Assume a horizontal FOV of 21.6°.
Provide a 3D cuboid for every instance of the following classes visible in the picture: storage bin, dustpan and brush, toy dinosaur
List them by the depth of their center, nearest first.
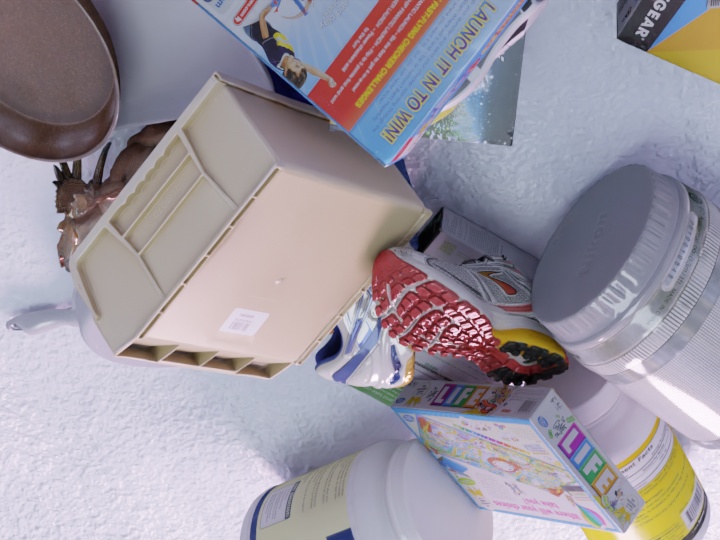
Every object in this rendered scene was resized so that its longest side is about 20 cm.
[{"bbox_3d":[-0.081,-0.022,1.400,0.199,0.094,0.199,-49,149,19],"label":"storage bin"},{"bbox_3d":[-0.170,-0.079,1.491,0.199,0.136,0.086,-36,118,-5],"label":"toy dinosaur"},{"bbox_3d":[-0.221,0.041,1.635,0.198,0.058,0.140,-16,139,15],"label":"dustpan and brush"}]

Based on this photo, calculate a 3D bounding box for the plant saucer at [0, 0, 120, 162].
[{"bbox_3d":[-0.260,-0.173,1.426,0.198,0.035,0.202,18,136,18],"label":"plant saucer"}]

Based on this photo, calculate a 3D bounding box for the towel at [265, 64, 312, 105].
[{"bbox_3d":[-0.030,-0.177,1.411,0.198,0.050,0.149,13,130,-2],"label":"towel"}]

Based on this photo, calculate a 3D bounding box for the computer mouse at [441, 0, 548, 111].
[{"bbox_3d":[0.091,-0.195,1.295,0.110,0.044,0.200,43,107,-2],"label":"computer mouse"}]

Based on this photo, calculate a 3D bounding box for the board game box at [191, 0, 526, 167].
[{"bbox_3d":[0.009,-0.210,1.259,0.195,0.056,0.200,41,107,4],"label":"board game box"}]

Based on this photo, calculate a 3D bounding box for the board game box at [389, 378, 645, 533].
[{"bbox_3d":[0.126,0.150,1.553,0.135,0.034,0.199,50,156,-22],"label":"board game box"}]

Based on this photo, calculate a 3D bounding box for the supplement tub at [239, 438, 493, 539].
[{"bbox_3d":[0.005,0.236,1.686,0.199,0.146,0.145,-27,122,35],"label":"supplement tub"}]

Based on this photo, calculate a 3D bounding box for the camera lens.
[{"bbox_3d":[0.253,0.031,1.470,0.199,0.161,0.160,34,128,-20],"label":"camera lens"}]

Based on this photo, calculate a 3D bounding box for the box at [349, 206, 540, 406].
[{"bbox_3d":[0.076,0.050,1.600,0.143,0.037,0.200,28,128,-15],"label":"box"}]

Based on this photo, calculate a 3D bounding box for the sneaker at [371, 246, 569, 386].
[{"bbox_3d":[0.081,0.024,1.477,0.077,0.083,0.199,-27,142,35],"label":"sneaker"}]

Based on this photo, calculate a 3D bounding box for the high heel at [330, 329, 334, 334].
[{"bbox_3d":[-0.103,0.003,1.564,0.198,0.072,0.144,-3,128,4],"label":"high heel"}]

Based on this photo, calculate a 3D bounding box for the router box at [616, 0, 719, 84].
[{"bbox_3d":[0.289,-0.221,1.318,0.148,0.051,0.201,21,130,-11],"label":"router box"}]

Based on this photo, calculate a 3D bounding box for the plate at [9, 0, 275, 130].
[{"bbox_3d":[-0.172,-0.201,1.392,0.198,0.032,0.201,-5,124,36],"label":"plate"}]

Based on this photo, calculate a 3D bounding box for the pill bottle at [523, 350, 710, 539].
[{"bbox_3d":[0.216,0.158,1.618,0.111,0.113,0.201,-17,125,22],"label":"pill bottle"}]

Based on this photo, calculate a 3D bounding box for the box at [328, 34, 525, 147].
[{"bbox_3d":[0.052,-0.194,1.341,0.135,0.038,0.202,5,111,-1],"label":"box"}]

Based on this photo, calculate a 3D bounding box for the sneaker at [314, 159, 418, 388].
[{"bbox_3d":[0.000,0.000,1.502,0.087,0.075,0.202,0,105,-4],"label":"sneaker"}]
